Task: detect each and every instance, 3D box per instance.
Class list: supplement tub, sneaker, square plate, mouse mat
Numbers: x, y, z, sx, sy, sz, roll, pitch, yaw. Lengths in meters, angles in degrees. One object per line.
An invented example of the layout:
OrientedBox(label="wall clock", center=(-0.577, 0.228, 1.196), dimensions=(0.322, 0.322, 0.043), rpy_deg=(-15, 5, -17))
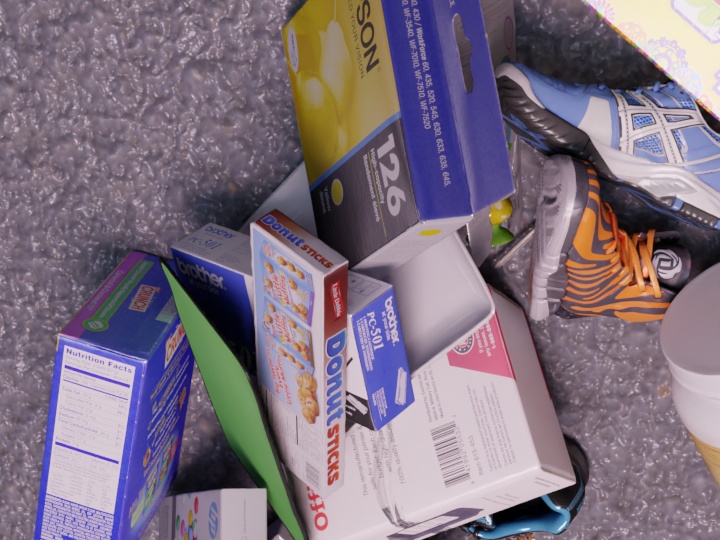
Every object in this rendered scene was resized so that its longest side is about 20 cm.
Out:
OrientedBox(label="supplement tub", center=(0.301, 0.099, 0.857), dimensions=(0.143, 0.146, 0.201), rpy_deg=(-23, 119, 20))
OrientedBox(label="sneaker", center=(0.179, -0.098, 0.845), dimensions=(0.197, 0.076, 0.078), rpy_deg=(24, 93, -12))
OrientedBox(label="square plate", center=(0.000, 0.000, 0.912), dimensions=(0.198, 0.028, 0.202), rpy_deg=(-42, 60, 33))
OrientedBox(label="mouse mat", center=(-0.091, 0.100, 0.902), dimensions=(0.007, 0.161, 0.202), rpy_deg=(-26, 130, -17))
OrientedBox(label="sneaker", center=(0.081, 0.173, 0.993), dimensions=(0.196, 0.082, 0.074), rpy_deg=(-6, 111, 17))
OrientedBox(label="sneaker", center=(0.177, -0.021, 0.863), dimensions=(0.110, 0.200, 0.079), rpy_deg=(3, 70, 6))

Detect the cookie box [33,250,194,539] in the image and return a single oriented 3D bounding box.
OrientedBox(label="cookie box", center=(-0.188, 0.112, 0.986), dimensions=(0.074, 0.172, 0.203), rpy_deg=(14, 113, 4))

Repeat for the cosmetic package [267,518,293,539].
OrientedBox(label="cosmetic package", center=(-0.044, 0.330, 1.100), dimensions=(0.200, 0.052, 0.151), rpy_deg=(45, 112, -6))

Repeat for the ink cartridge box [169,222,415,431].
OrientedBox(label="ink cartridge box", center=(-0.051, 0.036, 0.883), dimensions=(0.198, 0.044, 0.095), rpy_deg=(19, 131, 43))

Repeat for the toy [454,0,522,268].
OrientedBox(label="toy", center=(0.075, -0.115, 0.870), dimensions=(0.046, 0.115, 0.203), rpy_deg=(0, 111, 26))

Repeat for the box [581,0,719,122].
OrientedBox(label="box", center=(0.193, -0.214, 0.752), dimensions=(0.192, 0.200, 0.122), rpy_deg=(40, 114, -3))

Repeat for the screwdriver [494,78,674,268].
OrientedBox(label="screwdriver", center=(0.171, -0.066, 0.911), dimensions=(0.029, 0.028, 0.200), rpy_deg=(25, 120, -29))

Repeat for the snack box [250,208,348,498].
OrientedBox(label="snack box", center=(-0.040, 0.060, 0.825), dimensions=(0.072, 0.024, 0.202), rpy_deg=(35, 140, 35))

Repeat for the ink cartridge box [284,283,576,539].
OrientedBox(label="ink cartridge box", center=(0.043, 0.121, 0.946), dimensions=(0.198, 0.084, 0.147), rpy_deg=(-24, 65, 21))

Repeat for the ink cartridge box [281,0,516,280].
OrientedBox(label="ink cartridge box", center=(0.016, -0.111, 0.816), dimensions=(0.046, 0.200, 0.201), rpy_deg=(-3, 74, -26))

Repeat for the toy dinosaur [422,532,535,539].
OrientedBox(label="toy dinosaur", center=(0.044, 0.263, 0.995), dimensions=(0.196, 0.136, 0.104), rpy_deg=(-3, 95, 3))

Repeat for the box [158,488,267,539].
OrientedBox(label="box", center=(-0.121, 0.257, 0.991), dimensions=(0.040, 0.199, 0.159), rpy_deg=(4, 78, -23))
